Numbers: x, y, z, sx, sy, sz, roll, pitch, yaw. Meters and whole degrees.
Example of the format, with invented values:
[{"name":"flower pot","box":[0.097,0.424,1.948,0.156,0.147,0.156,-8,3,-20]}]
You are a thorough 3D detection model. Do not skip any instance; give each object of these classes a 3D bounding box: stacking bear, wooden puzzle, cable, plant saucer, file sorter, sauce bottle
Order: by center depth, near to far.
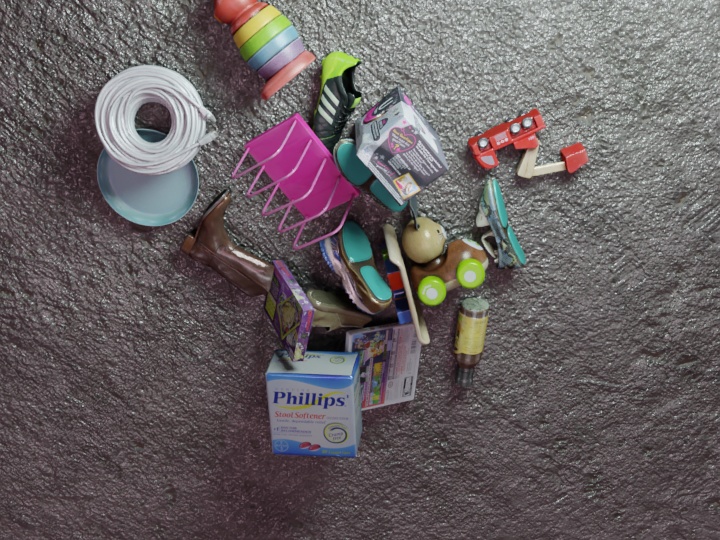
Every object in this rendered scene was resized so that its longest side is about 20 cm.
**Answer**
[{"name":"stacking bear","box":[-0.183,-0.422,1.407,0.113,0.122,0.200,-35,104,18]},{"name":"cable","box":[-0.386,-0.278,1.476,0.200,0.069,0.200,-37,99,3]},{"name":"file sorter","box":[-0.124,-0.158,1.494,0.138,0.126,0.200,-21,123,34]},{"name":"plant saucer","box":[-0.416,-0.184,1.567,0.198,0.027,0.201,0,116,0]},{"name":"wooden puzzle","box":[0.079,0.029,1.584,0.046,0.186,0.201,-19,116,5]},{"name":"sauce bottle","box":[0.235,0.159,1.718,0.064,0.065,0.201,4,115,-2]}]

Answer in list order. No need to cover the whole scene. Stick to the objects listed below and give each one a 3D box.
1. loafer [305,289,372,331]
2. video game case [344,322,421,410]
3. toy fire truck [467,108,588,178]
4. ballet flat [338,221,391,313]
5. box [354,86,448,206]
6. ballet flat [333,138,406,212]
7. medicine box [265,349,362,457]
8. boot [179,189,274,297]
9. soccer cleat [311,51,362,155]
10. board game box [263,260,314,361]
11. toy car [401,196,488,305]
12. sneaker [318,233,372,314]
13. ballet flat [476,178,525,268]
[{"name":"loafer","box":[-0.054,0.087,1.638,0.199,0.076,0.068,18,116,-48]},{"name":"video game case","box":[0.045,0.208,1.723,0.181,0.023,0.201,-7,118,-26]},{"name":"toy fire truck","box":[0.322,-0.230,1.532,0.199,0.049,0.142,-24,115,11]},{"name":"ballet flat","box":[0.000,0.000,1.557,0.067,0.201,0.072,-11,150,-32]},{"name":"box","box":[0.071,-0.232,1.447,0.114,0.200,0.132,-37,112,15]},{"name":"ballet flat","box":[0.013,-0.187,1.532,0.074,0.074,0.200,-35,124,16]},{"name":"medicine box","box":[-0.094,0.275,1.652,0.181,0.103,0.201,1,115,7]},{"name":"boot","box":[-0.241,-0.048,1.610,0.199,0.064,0.186,35,125,-10]},{"name":"soccer cleat","box":[-0.042,-0.302,1.478,0.081,0.067,0.201,20,119,25]},{"name":"board game box","box":[-0.147,0.078,1.606,0.032,0.200,0.121,-4,121,-24]},{"name":"toy car","box":[0.147,-0.059,1.568,0.157,0.164,0.201,-25,102,12]},{"name":"sneaker","box":[-0.002,0.005,1.637,0.085,0.077,0.200,-31,113,10]},{"name":"ballet flat","box":[0.268,-0.085,1.590,0.074,0.074,0.201,-20,112,10]}]
